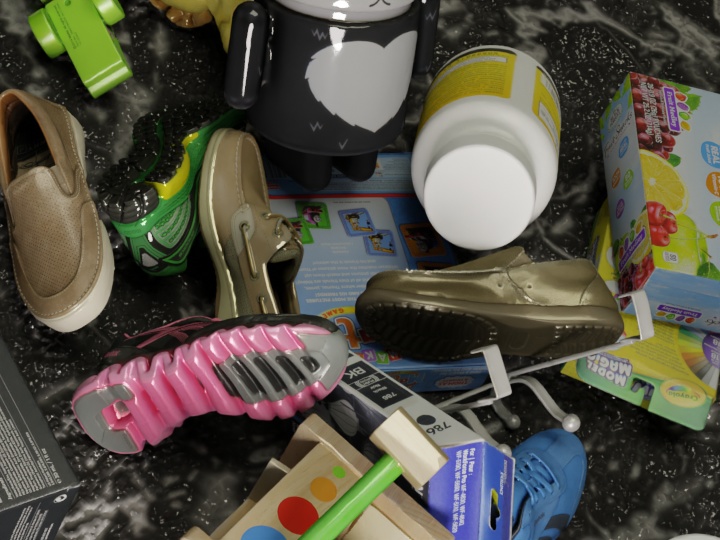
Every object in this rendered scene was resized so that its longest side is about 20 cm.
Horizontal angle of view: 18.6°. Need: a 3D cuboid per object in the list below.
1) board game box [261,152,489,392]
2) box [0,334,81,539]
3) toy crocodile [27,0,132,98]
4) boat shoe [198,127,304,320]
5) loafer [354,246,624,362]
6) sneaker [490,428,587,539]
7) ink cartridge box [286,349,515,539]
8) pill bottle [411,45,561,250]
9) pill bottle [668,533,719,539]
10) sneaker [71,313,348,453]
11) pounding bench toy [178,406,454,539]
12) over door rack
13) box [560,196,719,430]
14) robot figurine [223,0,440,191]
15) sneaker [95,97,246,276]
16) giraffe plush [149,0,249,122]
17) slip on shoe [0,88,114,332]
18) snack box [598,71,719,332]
[{"bbox_3d":[0.000,0.000,1.646,0.150,0.037,0.201,-1,54,-24],"label":"board game box"},{"bbox_3d":[-0.292,0.095,1.419,0.141,0.079,0.201,-15,62,-35],"label":"box"},{"bbox_3d":[-0.233,-0.219,1.702,0.067,0.062,0.201,-34,70,3],"label":"toy crocodile"},{"bbox_3d":[-0.070,-0.010,1.568,0.072,0.065,0.201,32,48,-60],"label":"boat shoe"},{"bbox_3d":[0.091,0.022,1.589,0.199,0.076,0.068,6,56,-16],"label":"loafer"},{"bbox_3d":[0.109,0.165,1.540,0.066,0.079,0.200,40,48,12],"label":"sneaker"},{"bbox_3d":[0.022,0.127,1.462,0.039,0.100,0.200,-21,35,-35],"label":"ink cartridge box"},{"bbox_3d":[0.095,-0.090,1.662,0.111,0.112,0.200,25,23,-4],"label":"pill bottle"},{"bbox_3d":[0.185,0.259,1.417,0.113,0.200,0.114,12,50,-15],"label":"pill bottle"},{"bbox_3d":[-0.098,0.056,1.487,0.199,0.079,0.096,-13,29,20],"label":"sneaker"},{"bbox_3d":[-0.037,0.184,1.379,0.124,0.200,0.156,41,49,10],"label":"pounding bench toy"},{"bbox_3d":[0.100,0.093,1.515,0.147,0.200,0.067,-19,78,-34],"label":"over door rack"},{"bbox_3d":[0.226,0.036,1.711,0.117,0.048,0.201,24,46,-5],"label":"box"},{"bbox_3d":[-0.020,-0.161,1.603,0.124,0.201,0.150,13,28,11],"label":"robot figurine"},{"bbox_3d":[-0.134,-0.066,1.625,0.078,0.086,0.200,-4,30,23],"label":"sneaker"},{"bbox_3d":[-0.097,-0.240,1.736,0.162,0.173,0.201,32,82,16],"label":"giraffe plush"},{"bbox_3d":[-0.222,-0.046,1.548,0.061,0.076,0.201,46,27,-47],"label":"slip on shoe"},{"bbox_3d":[0.282,-0.047,1.726,0.168,0.068,0.201,12,51,-16],"label":"snack box"}]
